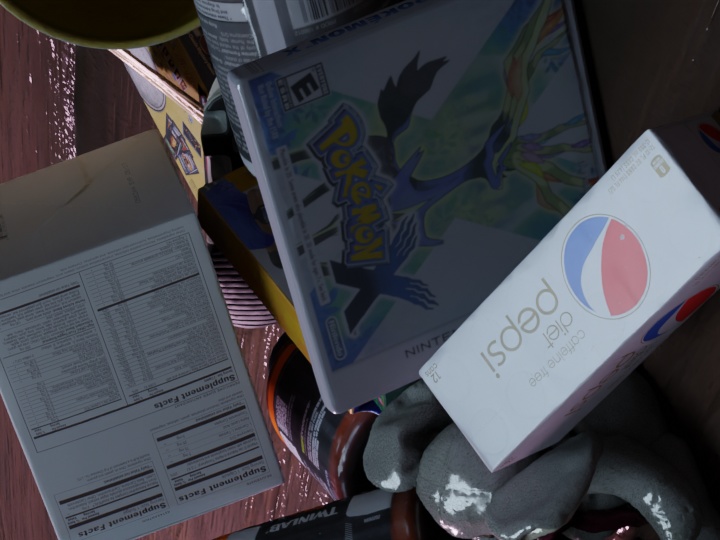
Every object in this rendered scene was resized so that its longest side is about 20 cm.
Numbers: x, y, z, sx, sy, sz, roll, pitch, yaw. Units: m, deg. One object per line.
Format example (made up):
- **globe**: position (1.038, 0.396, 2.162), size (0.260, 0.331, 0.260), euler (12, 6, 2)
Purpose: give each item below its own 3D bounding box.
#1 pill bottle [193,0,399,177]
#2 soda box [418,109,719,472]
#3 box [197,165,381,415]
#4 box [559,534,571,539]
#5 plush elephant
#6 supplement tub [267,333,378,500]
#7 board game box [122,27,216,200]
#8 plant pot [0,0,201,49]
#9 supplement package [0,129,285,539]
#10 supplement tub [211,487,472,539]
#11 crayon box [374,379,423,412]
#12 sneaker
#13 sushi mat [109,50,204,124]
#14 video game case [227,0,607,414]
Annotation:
- **pill bottle**: position (-0.027, -0.118, 1.251), size (0.116, 0.115, 0.201), euler (31, 143, 52)
- **soda box**: position (0.118, 0.012, 1.048), size (0.068, 0.064, 0.200), euler (54, 130, 16)
- **box**: position (0.000, 0.000, 1.328), size (0.200, 0.119, 0.042), euler (48, 154, 29)
- **box**: position (0.044, 0.240, 1.389), size (0.079, 0.200, 0.141), euler (42, 157, 2)
- **plush elephant**: position (0.099, 0.119, 1.197), size (0.165, 0.154, 0.201), euler (27, 141, 54)
- **supplement tub**: position (0.002, 0.093, 1.412), size (0.200, 0.106, 0.107), euler (40, 152, 64)
- **board game box**: position (-0.101, -0.097, 1.551), size (0.201, 0.034, 0.135), euler (62, 158, 1)
- **plant pot**: position (-0.158, -0.239, 1.331), size (0.201, 0.199, 0.142), euler (66, 173, -10)
- **supplement package**: position (-0.158, 0.046, 1.365), size (0.152, 0.150, 0.201), euler (-121, 13, -63)
- **supplement tub**: position (-0.032, 0.198, 1.282), size (0.107, 0.199, 0.108), euler (-18, -90, -72)
- **crayon box**: position (0.046, -0.024, 1.193), size (0.058, 0.118, 0.201), euler (50, 156, 42)
- **sneaker**: position (-0.071, -0.056, 1.452), size (0.089, 0.074, 0.201), euler (-92, 4, -56)
- **sushi mat**: position (-0.188, -0.167, 1.456), size (0.200, 0.012, 0.096), euler (36, -178, -42)
- **video game case**: position (0.041, -0.044, 1.101), size (0.022, 0.181, 0.201), euler (46, 155, 58)
